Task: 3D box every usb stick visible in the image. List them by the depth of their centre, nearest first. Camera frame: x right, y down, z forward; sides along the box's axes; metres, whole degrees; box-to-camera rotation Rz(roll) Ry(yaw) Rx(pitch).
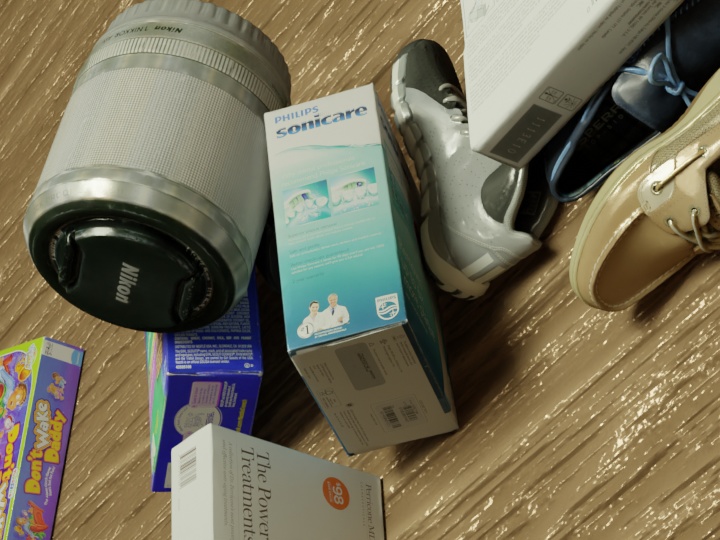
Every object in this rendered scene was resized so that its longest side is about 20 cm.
[{"bbox_3d":[-0.066,-0.020,1.449,0.200,0.032,0.056,-138,44,-79],"label":"usb stick"}]

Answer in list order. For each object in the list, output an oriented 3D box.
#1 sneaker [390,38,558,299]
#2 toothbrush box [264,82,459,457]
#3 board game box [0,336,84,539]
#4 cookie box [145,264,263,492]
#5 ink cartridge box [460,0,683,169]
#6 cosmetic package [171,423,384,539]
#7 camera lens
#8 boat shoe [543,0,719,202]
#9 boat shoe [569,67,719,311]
[{"bbox_3d":[0.091,-0.088,1.312,0.115,0.075,0.201,-30,60,36],"label":"sneaker"},{"bbox_3d":[0.000,0.000,1.299,0.085,0.147,0.201,-15,53,9],"label":"toothbrush box"},{"bbox_3d":[-0.323,0.172,1.757,0.134,0.045,0.202,-18,59,49],"label":"board game box"},{"bbox_3d":[-0.124,0.041,1.468,0.172,0.075,0.201,105,163,-52],"label":"cookie box"},{"bbox_3d":[0.133,-0.191,1.206,0.200,0.043,0.175,-47,33,42],"label":"ink cartridge box"},{"bbox_3d":[-0.051,0.217,1.266,0.052,0.150,0.201,-33,48,38],"label":"cosmetic package"},{"bbox_3d":[-0.138,-0.070,1.341,0.160,0.160,0.201,-29,37,43],"label":"camera lens"},{"bbox_3d":[0.187,-0.108,1.181,0.200,0.084,0.069,-54,15,44],"label":"boat shoe"},{"bbox_3d":[0.199,-0.046,1.129,0.200,0.071,0.065,-53,37,20],"label":"boat shoe"}]
